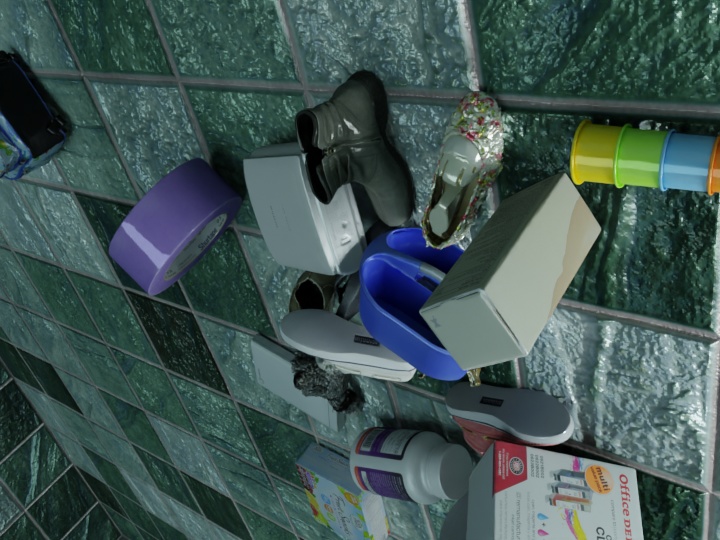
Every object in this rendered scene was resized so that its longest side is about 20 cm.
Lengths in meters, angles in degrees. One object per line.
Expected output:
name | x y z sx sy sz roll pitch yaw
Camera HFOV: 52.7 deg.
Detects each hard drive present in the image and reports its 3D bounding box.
hard drive | -0.117 0.210 1.353 0.197 0.027 0.134 27 140 25

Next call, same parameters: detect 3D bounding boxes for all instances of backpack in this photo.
backpack | -0.653 -0.258 1.324 0.185 0.147 0.199 54 146 -10

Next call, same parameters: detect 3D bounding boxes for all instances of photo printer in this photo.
photo printer | -0.081 -0.084 0.951 0.198 0.069 0.170 12 123 57

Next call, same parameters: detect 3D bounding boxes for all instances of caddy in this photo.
caddy | 0.088 0.034 0.880 0.198 0.142 0.106 33 148 14

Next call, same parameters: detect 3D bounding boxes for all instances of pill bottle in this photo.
pill bottle | 0.083 0.319 1.189 0.198 0.112 0.113 -8 121 48

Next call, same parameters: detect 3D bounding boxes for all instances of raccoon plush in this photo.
raccoon plush | -0.019 0.161 1.191 0.132 0.099 0.199 -17 143 36

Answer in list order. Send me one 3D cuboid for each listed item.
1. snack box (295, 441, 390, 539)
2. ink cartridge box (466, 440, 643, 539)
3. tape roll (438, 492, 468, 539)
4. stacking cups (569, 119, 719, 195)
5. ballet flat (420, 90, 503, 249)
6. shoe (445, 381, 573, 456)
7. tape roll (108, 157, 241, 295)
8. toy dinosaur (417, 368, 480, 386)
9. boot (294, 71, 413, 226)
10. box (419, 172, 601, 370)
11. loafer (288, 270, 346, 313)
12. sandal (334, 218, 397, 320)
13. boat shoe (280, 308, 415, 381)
snack box | -0.034 0.466 1.489 0.166 0.068 0.203 18 138 33
ink cartridge box | 0.250 0.335 0.953 0.195 0.148 0.146 11 142 -2
tape roll | 0.217 0.417 1.073 0.197 0.201 0.067 11 141 37
stacking cups | 0.284 -0.089 0.629 0.197 0.061 0.061 16 136 34
ballet flat | 0.109 -0.097 0.795 0.075 0.064 0.203 30 141 20
shoe | 0.211 0.216 1.002 0.197 0.072 0.092 6 134 45
tape roll | -0.275 -0.065 1.090 0.085 0.200 0.200 42 144 0
toy dinosaur | 0.088 0.089 1.022 0.200 0.059 0.101 44 130 -10
boot | -0.011 -0.114 0.839 0.067 0.131 0.203 9 132 38
box | 0.153 -0.002 0.726 0.078 0.200 0.094 51 144 -12
loafer | -0.079 0.040 1.110 0.075 0.070 0.201 38 144 9
sandal | 0.001 -0.001 0.997 0.043 0.076 0.202 39 134 18
boat shoe | -0.016 0.109 0.997 0.195 0.073 0.067 9 134 -2
